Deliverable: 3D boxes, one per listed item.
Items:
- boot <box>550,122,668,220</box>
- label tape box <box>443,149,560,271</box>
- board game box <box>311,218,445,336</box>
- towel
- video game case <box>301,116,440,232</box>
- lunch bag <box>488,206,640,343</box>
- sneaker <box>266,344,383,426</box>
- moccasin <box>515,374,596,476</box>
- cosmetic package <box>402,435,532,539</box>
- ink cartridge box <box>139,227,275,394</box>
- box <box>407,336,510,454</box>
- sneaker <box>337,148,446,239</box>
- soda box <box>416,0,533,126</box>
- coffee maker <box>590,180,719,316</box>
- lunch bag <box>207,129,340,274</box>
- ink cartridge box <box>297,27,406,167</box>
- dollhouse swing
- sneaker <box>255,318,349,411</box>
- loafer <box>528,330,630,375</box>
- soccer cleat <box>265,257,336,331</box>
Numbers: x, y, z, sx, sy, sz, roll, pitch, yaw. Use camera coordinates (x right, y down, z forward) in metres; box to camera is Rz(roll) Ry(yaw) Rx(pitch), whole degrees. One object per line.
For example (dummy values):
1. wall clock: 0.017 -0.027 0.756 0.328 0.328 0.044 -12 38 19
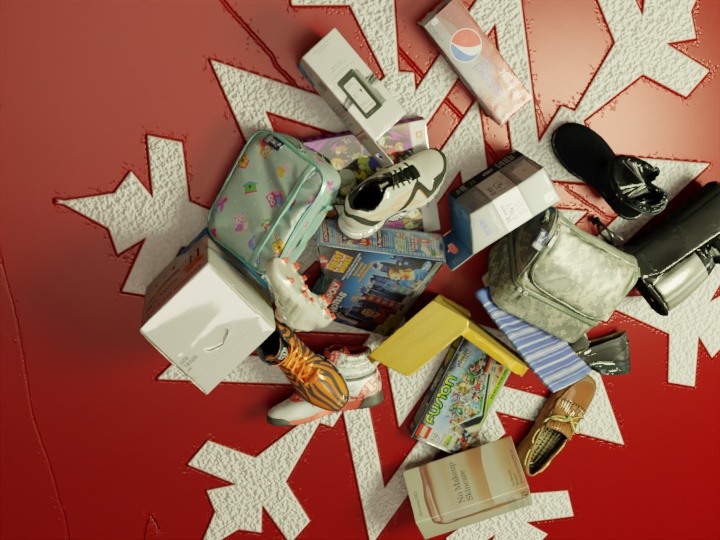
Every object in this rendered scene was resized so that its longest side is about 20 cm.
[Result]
1. boot: 0.382 -0.161 1.530 0.076 0.168 0.200 -42 85 1
2. label tape box: 0.195 -0.098 1.557 0.199 0.144 0.064 -33 109 2
3. board game box: 0.000 0.000 1.570 0.198 0.062 0.201 18 133 -20
4. towel: 0.277 0.099 1.593 0.024 0.144 0.201 -48 68 31
5. video game case: 0.019 -0.135 1.575 0.197 0.036 0.184 -11 108 -6
6. lunch bag: 0.319 -0.002 1.575 0.198 0.140 0.168 27 131 -21
7. sneaker: -0.066 0.184 1.647 0.199 0.067 0.109 -12 103 -5
8. moccasin: 0.342 0.268 1.729 0.073 0.078 0.202 37 98 -17
9. cosmetic package: 0.182 0.370 1.699 0.198 0.104 0.088 -20 144 4
10. ink cartridge box: -0.231 0.055 1.507 0.147 0.200 0.145 -43 109 5
11. box: 0.174 0.213 1.708 0.109 0.035 0.202 23 102 -15
12. sneaker: 0.054 -0.123 1.499 0.199 0.080 0.074 -37 72 -17
13. soda box: 0.176 -0.322 1.528 0.070 0.063 0.200 -40 109 5
14. coffee maker: 0.521 -0.056 1.629 0.199 0.135 0.193 -37 107 3
15. lunch bag: -0.128 -0.103 1.500 0.160 0.077 0.201 38 104 23
16. ink cartridge box: -0.001 -0.251 1.472 0.068 0.116 0.200 -41 97 -3
17. dollhouse swing: 0.138 0.139 1.566 0.181 0.200 0.176 -40 87 6
18. sneaker: -0.105 0.149 1.565 0.200 0.112 0.078 41 94 10
19. loafer: 0.369 0.139 1.704 0.197 0.073 0.073 -1 99 -19
20. soccer cleat: -0.103 0.046 1.495 0.077 0.070 0.200 -24 149 10
